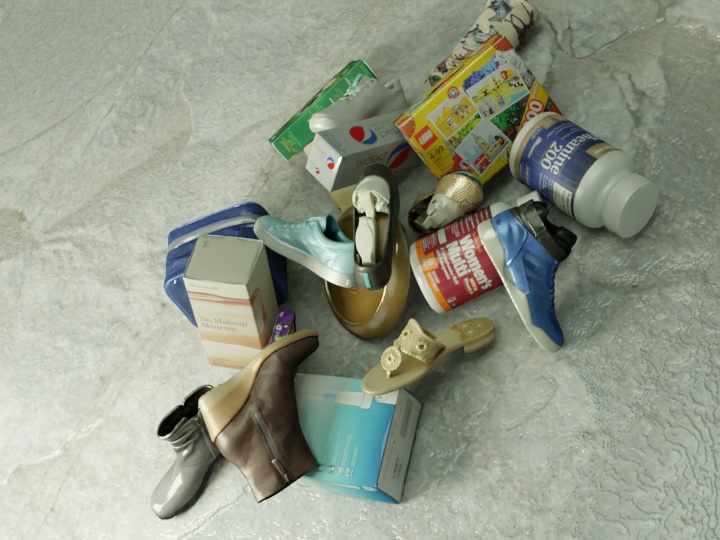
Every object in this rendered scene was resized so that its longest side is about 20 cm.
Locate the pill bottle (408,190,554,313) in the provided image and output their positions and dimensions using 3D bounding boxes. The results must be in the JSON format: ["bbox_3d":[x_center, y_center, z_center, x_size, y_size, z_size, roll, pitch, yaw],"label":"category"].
[{"bbox_3d":[0.175,-0.028,1.592,0.198,0.110,0.111,-26,54,14],"label":"pill bottle"}]

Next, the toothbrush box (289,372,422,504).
[{"bbox_3d":[-0.031,0.229,1.572,0.197,0.085,0.148,2,65,28],"label":"toothbrush box"}]

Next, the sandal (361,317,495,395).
[{"bbox_3d":[0.086,0.092,1.542,0.209,0.071,0.077,-22,27,-19],"label":"sandal"}]

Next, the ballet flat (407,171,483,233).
[{"bbox_3d":[0.118,-0.087,1.628,0.070,0.200,0.066,39,74,-4],"label":"ballet flat"}]

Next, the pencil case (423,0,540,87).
[{"bbox_3d":[0.189,-0.349,1.786,0.089,0.078,0.201,39,85,13],"label":"pencil case"}]

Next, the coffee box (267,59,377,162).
[{"bbox_3d":[-0.065,-0.261,1.860,0.200,0.044,0.123,-43,13,-2],"label":"coffee box"}]

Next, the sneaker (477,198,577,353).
[{"bbox_3d":[0.246,0.003,1.500,0.110,0.077,0.202,-27,96,14],"label":"sneaker"}]

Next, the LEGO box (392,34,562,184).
[{"bbox_3d":[0.171,-0.223,1.674,0.199,0.149,0.077,-41,13,2],"label":"LEGO box"}]

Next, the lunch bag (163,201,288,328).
[{"bbox_3d":[-0.212,-0.011,1.772,0.197,0.136,0.134,-17,46,16],"label":"lunch bag"}]

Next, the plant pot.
[{"bbox_3d":[0.000,0.000,1.651,0.199,0.027,0.204,2,93,53],"label":"plant pot"}]

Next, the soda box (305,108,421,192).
[{"bbox_3d":[0.015,-0.183,1.716,0.198,0.069,0.064,-20,54,-40],"label":"soda box"}]

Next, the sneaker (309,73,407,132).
[{"bbox_3d":[-0.006,-0.260,1.766,0.075,0.198,0.090,5,104,43],"label":"sneaker"}]

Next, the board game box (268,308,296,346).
[{"bbox_3d":[-0.131,0.169,1.642,0.032,0.120,0.203,13,67,7],"label":"board game box"}]

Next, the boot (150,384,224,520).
[{"bbox_3d":[-0.260,0.258,1.649,0.069,0.132,0.201,34,82,37],"label":"boot"}]

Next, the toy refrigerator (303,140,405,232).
[{"bbox_3d":[-0.013,-0.125,1.771,0.070,0.076,0.201,-35,53,6],"label":"toy refrigerator"}]

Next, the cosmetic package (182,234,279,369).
[{"bbox_3d":[-0.183,0.051,1.664,0.102,0.202,0.088,5,48,14],"label":"cosmetic package"}]

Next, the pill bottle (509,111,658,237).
[{"bbox_3d":[0.309,-0.130,1.576,0.111,0.111,0.200,-48,52,-4],"label":"pill bottle"}]

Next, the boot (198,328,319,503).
[{"bbox_3d":[-0.103,0.194,1.537,0.199,0.072,0.167,-35,77,-9],"label":"boot"}]

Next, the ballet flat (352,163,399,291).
[{"bbox_3d":[0.019,-0.072,1.565,0.067,0.069,0.203,-8,62,14],"label":"ballet flat"}]

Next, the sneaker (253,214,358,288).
[{"bbox_3d":[-0.067,-0.051,1.651,0.198,0.074,0.083,28,107,27],"label":"sneaker"}]
